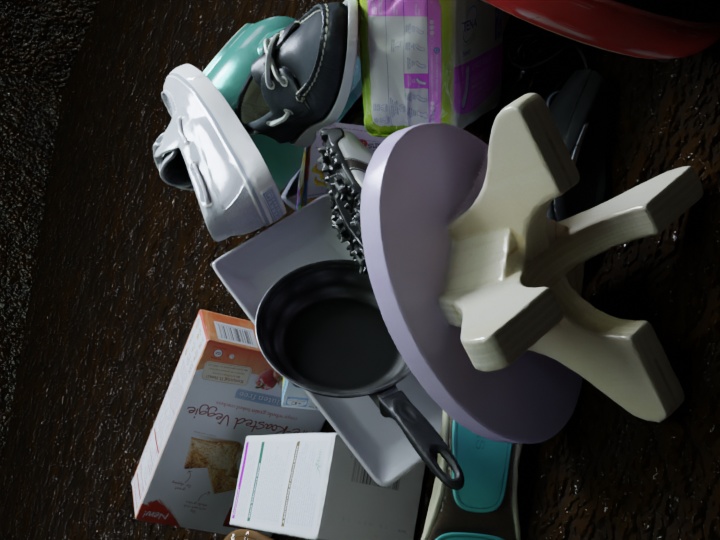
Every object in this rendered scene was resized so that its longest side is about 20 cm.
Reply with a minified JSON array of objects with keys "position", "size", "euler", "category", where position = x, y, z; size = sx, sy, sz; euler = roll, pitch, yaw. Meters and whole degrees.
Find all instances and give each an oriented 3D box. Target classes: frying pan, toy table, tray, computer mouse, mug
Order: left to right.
[{"position":[-0.073,-0.155,1.048],"size":[0.185,0.114,0.152],"euler":[-47,7,26],"category":"mug"},{"position":[-0.005,0.045,0.836],"size":[0.200,0.107,0.022],"euler":[51,160,19],"category":"tray"},{"position":[0.018,0.058,0.784],"size":[0.115,0.190,0.031],"euler":[-42,-27,-33],"category":"frying pan"},{"position":[0.117,-0.088,0.817],"size":[0.140,0.046,0.200],"euler":[-11,66,66],"category":"computer mouse"},{"position":[0.096,0.003,0.667],"size":[0.184,0.200,0.117],"euler":[-48,21,-29],"category":"toy table"}]

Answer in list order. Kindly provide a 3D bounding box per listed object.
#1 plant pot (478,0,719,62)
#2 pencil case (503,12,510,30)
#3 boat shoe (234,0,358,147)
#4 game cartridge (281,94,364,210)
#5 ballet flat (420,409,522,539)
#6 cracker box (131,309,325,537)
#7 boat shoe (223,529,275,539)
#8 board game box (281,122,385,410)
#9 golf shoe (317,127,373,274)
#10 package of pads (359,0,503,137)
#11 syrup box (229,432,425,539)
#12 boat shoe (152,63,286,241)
[{"position":[0.138,-0.227,0.657],"size":[0.200,0.200,0.183],"euler":[-113,39,-57],"category":"plant pot"},{"position":[0.085,-0.208,0.928],"size":[0.083,0.086,0.200],"euler":[41,119,32],"category":"pencil case"},{"position":[-0.047,-0.133,0.844],"size":[0.200,0.060,0.076],"euler":[132,143,-68],"category":"boat shoe"},{"position":[-0.004,-0.116,1.084],"size":[0.200,0.041,0.133],"euler":[-25,37,62],"category":"game cartridge"},{"position":[0.069,0.160,0.763],"size":[0.069,0.069,0.200],"euler":[-14,61,65],"category":"ballet flat"},{"position":[-0.113,0.145,1.100],"size":[0.200,0.134,0.058],"euler":[-66,24,22],"category":"cracker box"},{"position":[-0.033,0.256,0.932],"size":[0.200,0.072,0.072],"euler":[6,63,47],"category":"boat shoe"},{"position":[0.000,0.000,0.934],"size":[0.103,0.105,0.200],"euler":[109,166,-61],"category":"board game box"},{"position":[0.043,-0.025,0.795],"size":[0.200,0.094,0.078],"euler":[57,165,26],"category":"golf shoe"},{"position":[0.051,-0.195,0.809],"size":[0.155,0.068,0.200],"euler":[-40,-49,-65],"category":"package of pads"},{"position":[-0.031,0.173,0.957],"size":[0.200,0.079,0.082],"euler":[-16,61,65],"category":"syrup box"},{"position":[-0.121,-0.088,0.915],"size":[0.200,0.068,0.072],"euler":[55,168,40],"category":"boat shoe"}]
